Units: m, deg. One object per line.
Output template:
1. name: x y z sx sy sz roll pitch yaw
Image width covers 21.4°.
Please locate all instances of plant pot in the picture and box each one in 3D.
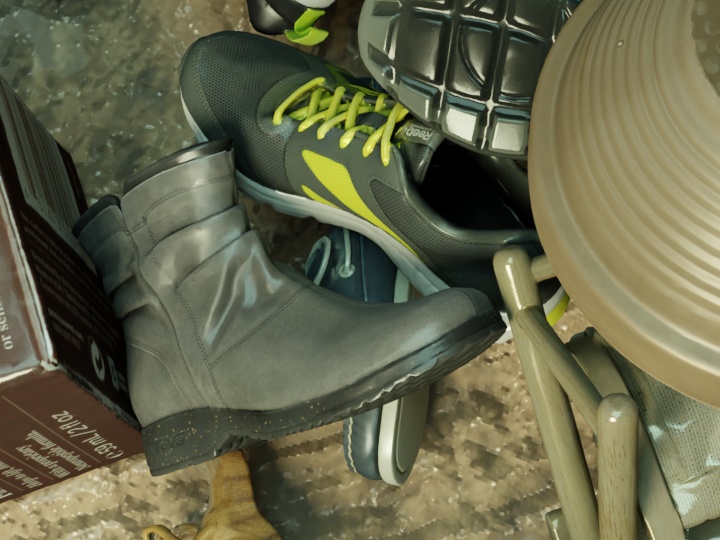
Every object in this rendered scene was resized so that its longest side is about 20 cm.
1. plant pot: 0.158 -0.055 0.646 0.201 0.093 0.201 -1 63 2

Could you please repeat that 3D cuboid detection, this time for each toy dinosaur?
1. toy dinosaur: -0.042 0.153 0.834 0.106 0.060 0.200 -32 71 -3

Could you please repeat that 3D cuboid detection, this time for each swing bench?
1. swing bench: 0.179 0.071 0.760 0.199 0.200 0.130 -18 33 -7

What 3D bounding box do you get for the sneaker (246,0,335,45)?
1. sneaker: -0.066 -0.176 0.882 0.083 0.072 0.200 -59 45 26

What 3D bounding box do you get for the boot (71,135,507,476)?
1. boot: -0.042 0.003 0.788 0.200 0.070 0.132 -20 87 36

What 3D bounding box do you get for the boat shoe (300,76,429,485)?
1. boat shoe: 0.000 0.000 0.866 0.062 0.075 0.200 -1 72 7

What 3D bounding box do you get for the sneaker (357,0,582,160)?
1. sneaker: 0.098 -0.081 0.770 0.200 0.079 0.075 11 106 5

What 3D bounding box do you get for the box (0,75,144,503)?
1. box: -0.222 0.022 0.845 0.200 0.166 0.164 -20 71 3

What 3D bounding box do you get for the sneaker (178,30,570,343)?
1. sneaker: 0.011 -0.053 0.808 0.200 0.085 0.074 32 64 11
